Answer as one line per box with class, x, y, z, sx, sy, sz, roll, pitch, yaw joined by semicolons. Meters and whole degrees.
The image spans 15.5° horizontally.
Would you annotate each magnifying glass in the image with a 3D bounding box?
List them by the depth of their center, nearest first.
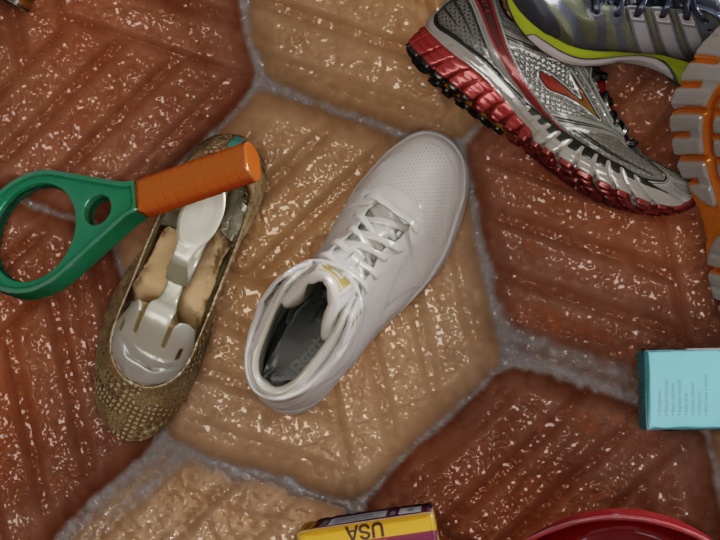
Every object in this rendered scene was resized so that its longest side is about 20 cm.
magnifying glass;-0.150;-0.038;1.600;0.199;0.022;0.080;-17;64;22

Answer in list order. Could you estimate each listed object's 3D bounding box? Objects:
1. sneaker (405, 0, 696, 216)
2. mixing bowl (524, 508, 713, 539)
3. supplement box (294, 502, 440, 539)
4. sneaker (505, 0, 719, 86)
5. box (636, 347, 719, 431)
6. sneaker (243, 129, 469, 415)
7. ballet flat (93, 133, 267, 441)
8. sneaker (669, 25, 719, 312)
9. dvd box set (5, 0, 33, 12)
sneaker;0.126;-0.104;1.601;0.200;0.078;0.082;38;88;3
mixing bowl;0.151;0.217;1.531;0.199;0.108;0.202;2;107;6
supplement box;0.018;0.246;1.574;0.085;0.110;0.201;-9;88;2
sneaker;0.177;-0.160;1.569;0.199;0.081;0.074;12;62;-21
box;0.267;0.070;1.584;0.198;0.082;0.050;-1;88;3
sneaker;0.000;0.000;1.584;0.073;0.116;0.201;33;88;5
ballet flat;-0.116;0.008;1.613;0.070;0.065;0.201;19;89;3
sneaker;0.240;-0.059;1.570;0.077;0.078;0.201;-30;123;-32
dvd box set;-0.224;-0.283;1.648;0.146;0.029;0.201;29;90;4
